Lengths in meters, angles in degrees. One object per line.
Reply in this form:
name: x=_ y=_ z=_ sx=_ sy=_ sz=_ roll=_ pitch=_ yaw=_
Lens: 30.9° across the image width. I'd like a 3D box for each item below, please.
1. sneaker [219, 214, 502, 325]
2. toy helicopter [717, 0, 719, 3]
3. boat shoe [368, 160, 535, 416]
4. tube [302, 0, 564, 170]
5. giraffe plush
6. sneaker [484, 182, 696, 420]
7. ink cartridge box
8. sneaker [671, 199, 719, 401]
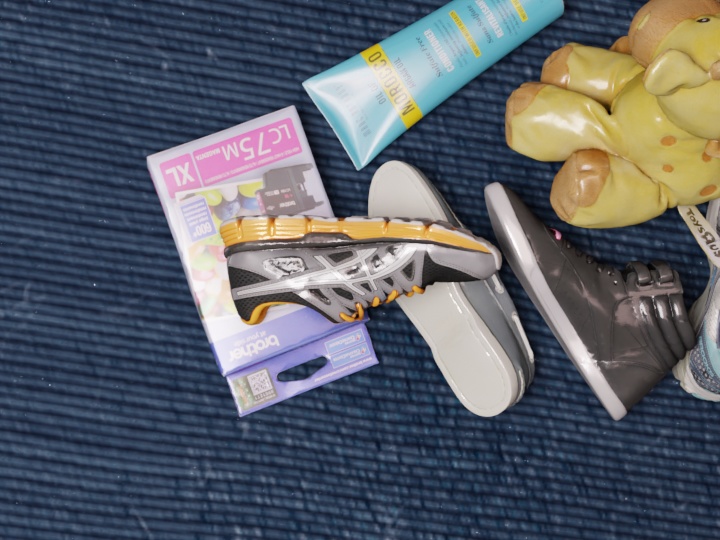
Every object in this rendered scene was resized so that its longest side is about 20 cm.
sneaker: x=0.000 y=0.000 z=0.909 sx=0.197 sy=0.078 sz=0.079 roll=1 pitch=91 yaw=9
toy helicopter: x=0.247 y=-0.294 z=1.012 sx=0.130 sy=0.079 sz=0.203 roll=-1 pitch=76 yaw=2
boat shoe: x=0.070 y=0.009 z=0.975 sx=0.061 sy=0.073 sz=0.202 roll=-18 pitch=79 yaw=-50
tube: x=0.059 y=-0.163 z=0.986 sx=0.199 sy=0.050 sz=0.078 roll=-34 pitch=83 yaw=-2
giraffe plush: x=0.216 y=-0.118 z=0.905 sx=0.200 sy=0.163 sz=0.172 roll=41 pitch=60 yaw=14
sneaker: x=0.174 y=0.002 z=0.967 sx=0.099 sy=0.071 sz=0.201 roll=-34 pitch=97 yaw=3
ink cartridge box: x=-0.070 y=-0.006 z=0.960 sx=0.118 sy=0.042 sz=0.203 roll=-19 pitch=90 yaw=-7
sneaker: x=0.299 y=0.001 z=0.979 sx=0.076 sy=0.086 sz=0.203 roll=15 pitch=85 yaw=-6
